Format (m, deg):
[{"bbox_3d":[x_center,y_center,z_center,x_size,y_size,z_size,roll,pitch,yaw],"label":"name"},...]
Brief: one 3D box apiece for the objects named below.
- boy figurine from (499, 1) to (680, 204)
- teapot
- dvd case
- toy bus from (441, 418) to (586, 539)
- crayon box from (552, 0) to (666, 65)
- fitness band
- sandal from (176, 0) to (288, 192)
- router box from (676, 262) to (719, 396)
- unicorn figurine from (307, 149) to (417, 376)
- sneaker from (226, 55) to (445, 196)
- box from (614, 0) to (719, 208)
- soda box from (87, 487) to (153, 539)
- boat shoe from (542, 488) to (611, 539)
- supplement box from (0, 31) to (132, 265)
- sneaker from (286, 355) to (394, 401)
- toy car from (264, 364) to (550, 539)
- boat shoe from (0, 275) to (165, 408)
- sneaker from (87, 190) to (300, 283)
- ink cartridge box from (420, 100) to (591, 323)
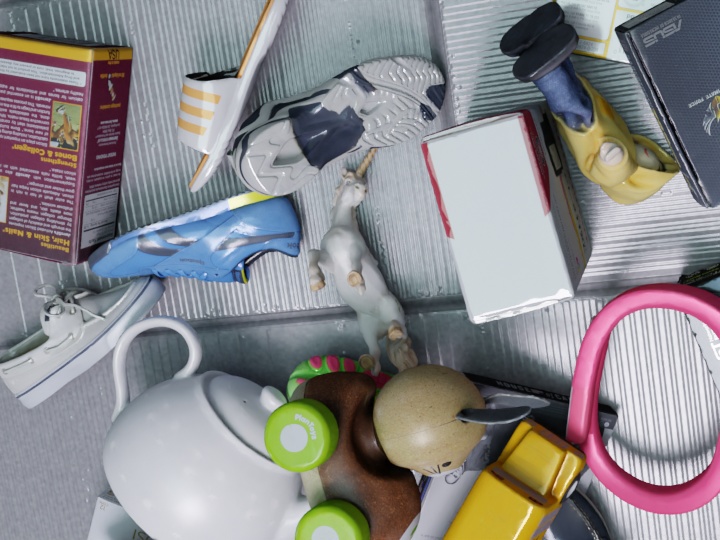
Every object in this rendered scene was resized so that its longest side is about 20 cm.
[{"bbox_3d":[0.189,-0.116,1.029,0.064,0.124,0.200,-36,125,16],"label":"boy figurine"},{"bbox_3d":[-0.125,0.158,1.165,0.200,0.197,0.146,30,108,-38],"label":"teapot"},{"bbox_3d":[0.124,0.196,1.139,0.150,0.025,0.200,14,107,-19],"label":"dvd case"},{"bbox_3d":[0.109,0.224,1.078,0.065,0.078,0.200,33,104,21],"label":"toy bus"},{"bbox_3d":[0.231,-0.266,1.039,0.126,0.052,0.200,14,105,14],"label":"crayon box"},{"bbox_3d":[0.247,0.106,1.062,0.144,0.037,0.200,14,112,21],"label":"fitness band"},{"bbox_3d":[-0.124,-0.172,1.151,0.059,0.079,0.207,22,99,-9],"label":"sandal"},{"bbox_3d":[0.366,0.073,1.058,0.150,0.062,0.200,-23,93,21],"label":"router box"},{"bbox_3d":[0.000,0.000,1.134,0.074,0.137,0.200,-9,112,8],"label":"unicorn figurine"},{"bbox_3d":[-0.032,-0.132,1.136,0.199,0.130,0.080,-36,112,-14],"label":"sneaker"},{"bbox_3d":[0.320,-0.162,0.997,0.200,0.051,0.158,-27,104,7],"label":"box"},{"bbox_3d":[-0.161,0.270,1.255,0.200,0.068,0.064,20,107,12],"label":"soda box"},{"bbox_3d":[0.195,0.274,1.131,0.075,0.062,0.200,-19,105,3],"label":"boat shoe"},{"bbox_3d":[-0.288,-0.116,1.209,0.110,0.086,0.200,11,103,14],"label":"supplement box"},{"bbox_3d":[0.029,0.138,1.180,0.200,0.077,0.084,21,141,5],"label":"sneaker"},{"bbox_3d":[0.051,0.140,1.027,0.200,0.164,0.158,-18,87,16],"label":"toy car"},{"bbox_3d":[-0.281,0.049,1.243,0.202,0.075,0.086,-35,106,26],"label":"boat shoe"},{"bbox_3d":[-0.152,-0.015,1.183,0.200,0.066,0.078,-17,90,8],"label":"sneaker"},{"bbox_3d":[0.123,-0.055,1.036,0.083,0.200,0.146,-15,96,16],"label":"ink cartridge box"}]
